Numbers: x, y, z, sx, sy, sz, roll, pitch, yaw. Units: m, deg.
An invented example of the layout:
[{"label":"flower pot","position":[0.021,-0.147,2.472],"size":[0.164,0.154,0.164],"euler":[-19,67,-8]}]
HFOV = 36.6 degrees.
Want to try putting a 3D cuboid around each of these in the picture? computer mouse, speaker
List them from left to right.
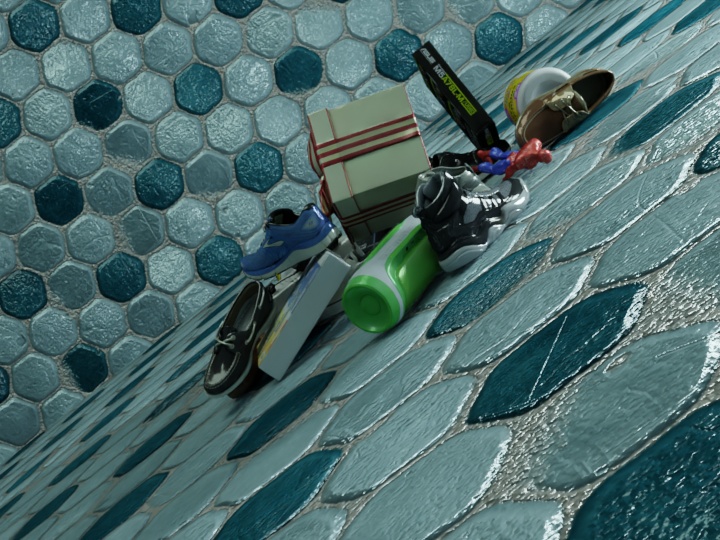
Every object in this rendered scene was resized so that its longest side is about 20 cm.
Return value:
[{"label":"computer mouse","position":[-0.120,-0.002,1.792],"size":[0.199,0.034,0.059],"euler":[-37,12,2]},{"label":"speaker","position":[0.054,-0.002,1.427],"size":[0.088,0.089,0.200],"euler":[-31,11,42]}]

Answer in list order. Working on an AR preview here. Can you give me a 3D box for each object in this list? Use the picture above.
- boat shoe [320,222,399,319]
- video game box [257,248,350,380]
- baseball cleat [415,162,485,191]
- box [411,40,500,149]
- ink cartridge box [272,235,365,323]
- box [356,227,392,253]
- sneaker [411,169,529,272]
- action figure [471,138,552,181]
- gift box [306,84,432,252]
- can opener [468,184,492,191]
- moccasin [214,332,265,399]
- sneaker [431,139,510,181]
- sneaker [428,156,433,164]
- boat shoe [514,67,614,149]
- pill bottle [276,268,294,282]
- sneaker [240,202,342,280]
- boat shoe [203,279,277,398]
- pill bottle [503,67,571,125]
[{"label":"boat shoe","position":[0.000,0.000,1.733],"size":[0.199,0.066,0.072],"euler":[-36,8,16]},{"label":"video game box","position":[-0.091,0.059,1.675],"size":[0.201,0.047,0.182],"euler":[-58,6,1]},{"label":"baseball cleat","position":[0.093,-0.084,1.632],"size":[0.200,0.107,0.070],"euler":[-40,27,2]},{"label":"box","position":[0.179,-0.305,1.983],"size":[0.047,0.194,0.200],"euler":[-36,-14,5]},{"label":"ink cartridge box","position":[-0.082,0.033,1.848],"size":[0.200,0.084,0.145],"euler":[-38,8,-7]},{"label":"box","position":[0.042,-0.103,1.902],"size":[0.200,0.043,0.162],"euler":[162,120,-67]},{"label":"sneaker","position":[0.144,-0.094,1.436],"size":[0.075,0.114,0.200],"euler":[-28,13,50]},{"label":"action figure","position":[0.235,-0.168,1.689],"size":[0.065,0.052,0.200],"euler":[-46,15,-17]},{"label":"gift box","position":[0.019,-0.153,1.734],"size":[0.185,0.186,0.200],"euler":[-18,-28,4]},{"label":"can opener","position":[0.120,-0.049,1.576],"size":[0.199,0.053,0.066],"euler":[-36,-26,4]},{"label":"moccasin","position":[-0.196,0.140,1.782],"size":[0.073,0.078,0.202],"euler":[-37,8,23]},{"label":"sneaker","position":[0.174,-0.182,1.894],"size":[0.200,0.088,0.076],"euler":[-41,8,-18]},{"label":"sneaker","position":[0.136,-0.181,2.072],"size":[0.080,0.087,0.200],"euler":[-45,11,-31]},{"label":"boat shoe","position":[0.324,-0.260,1.723],"size":[0.200,0.076,0.072],"euler":[-43,11,-18]},{"label":"pill bottle","position":[-0.100,0.000,2.021],"size":[0.112,0.113,0.200],"euler":[-39,7,-6]},{"label":"sneaker","position":[-0.119,-0.051,1.695],"size":[0.199,0.090,0.078],"euler":[-27,8,38]},{"label":"boat shoe","position":[-0.191,0.103,1.671],"size":[0.073,0.061,0.201],"euler":[8,52,32]},{"label":"pill bottle","position":[0.304,-0.291,1.872],"size":[0.104,0.105,0.200],"euler":[-38,7,2]}]
